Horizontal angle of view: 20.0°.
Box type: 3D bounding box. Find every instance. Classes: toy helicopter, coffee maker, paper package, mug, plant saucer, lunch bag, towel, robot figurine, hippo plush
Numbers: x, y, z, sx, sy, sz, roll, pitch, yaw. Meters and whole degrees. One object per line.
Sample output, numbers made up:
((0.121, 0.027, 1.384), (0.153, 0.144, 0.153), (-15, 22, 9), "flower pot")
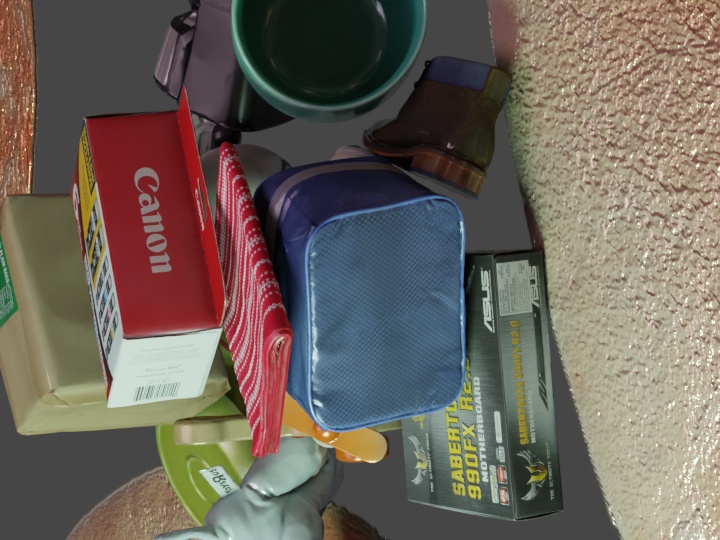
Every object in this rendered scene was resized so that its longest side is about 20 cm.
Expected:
((-0.055, 0.129, 1.688), (0.132, 0.198, 0.080), (-162, 68, -77), "toy helicopter")
((-0.087, -0.225, 1.745), (0.192, 0.134, 0.202), (43, 132, 47), "coffee maker")
((-0.239, 0.038, 1.856), (0.103, 0.189, 0.202), (-41, 59, 46), "paper package")
((-0.011, -0.197, 1.606), (0.114, 0.183, 0.153), (135, 119, -85), "mug")
((-0.139, 0.196, 1.956), (0.200, 0.031, 0.201), (36, 141, 35), "plant saucer")
((-0.004, 0.019, 1.540), (0.132, 0.135, 0.202), (-140, 46, -59), "lunch bag")
((-0.086, 0.023, 1.530), (0.145, 0.022, 0.201), (100, 159, -46), "towel")
((-0.103, -0.036, 1.792), (0.150, 0.125, 0.200), (38, 166, 7), "robot figurine")
((-0.041, 0.232, 1.755), (0.160, 0.200, 0.160), (34, 87, 26), "hippo plush")

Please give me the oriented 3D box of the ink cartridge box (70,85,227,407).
((-0.171, -0.020, 1.632), (0.176, 0.083, 0.202), (114, 146, -60), "ink cartridge box")

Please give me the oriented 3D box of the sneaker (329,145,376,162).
((0.000, 0.000, 1.655), (0.075, 0.081, 0.202), (5, 110, 34), "sneaker")

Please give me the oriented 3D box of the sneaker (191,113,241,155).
((-0.129, -0.049, 1.933), (0.080, 0.076, 0.202), (150, 112, -77), "sneaker")

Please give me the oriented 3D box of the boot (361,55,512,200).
((0.064, -0.118, 1.590), (0.098, 0.074, 0.200), (-65, 23, 3), "boot")

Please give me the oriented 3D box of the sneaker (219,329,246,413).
((-0.158, 0.069, 1.971), (0.078, 0.090, 0.201), (-56, 50, 47), "sneaker")

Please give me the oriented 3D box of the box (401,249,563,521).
((0.087, 0.084, 1.580), (0.158, 0.048, 0.202), (1, 96, 60), "box")
